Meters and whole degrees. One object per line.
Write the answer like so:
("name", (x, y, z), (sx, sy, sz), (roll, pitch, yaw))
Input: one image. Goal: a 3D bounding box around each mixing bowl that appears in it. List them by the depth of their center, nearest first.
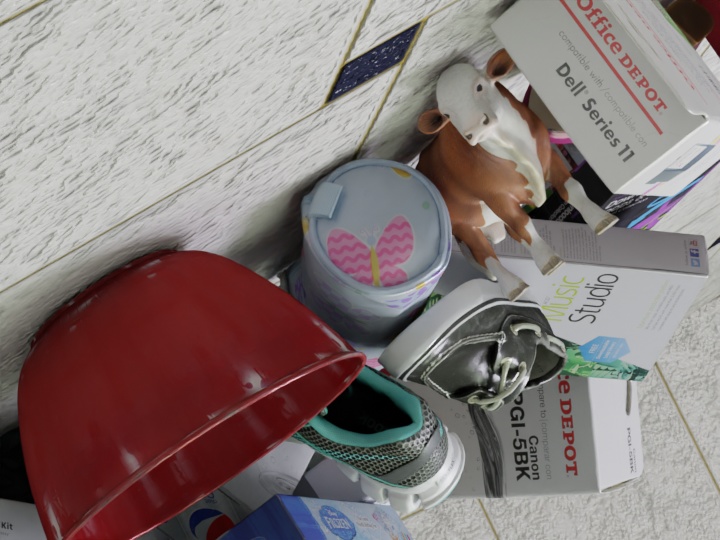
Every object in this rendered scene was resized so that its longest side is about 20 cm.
("mixing bowl", (-0.109, 0.060, 1.298), (0.200, 0.109, 0.200), (-34, 170, -7))

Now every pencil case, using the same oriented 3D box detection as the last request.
("pencil case", (0.000, 0.000, 1.444), (0.083, 0.091, 0.200), (-52, 176, -17))

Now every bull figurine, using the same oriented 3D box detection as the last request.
("bull figurine", (0.079, -0.052, 1.387), (0.065, 0.122, 0.200), (-36, 176, -11))

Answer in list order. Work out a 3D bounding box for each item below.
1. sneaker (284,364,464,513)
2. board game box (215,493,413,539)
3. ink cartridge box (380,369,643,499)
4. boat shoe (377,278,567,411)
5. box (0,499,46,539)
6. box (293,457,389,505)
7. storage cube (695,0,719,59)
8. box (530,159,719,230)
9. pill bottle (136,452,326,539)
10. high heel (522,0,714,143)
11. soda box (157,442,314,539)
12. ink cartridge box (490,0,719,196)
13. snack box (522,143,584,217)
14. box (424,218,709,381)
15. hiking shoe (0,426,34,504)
("sneaker", (-0.032, 0.067, 1.420), (0.078, 0.200, 0.091), (-63, 163, -20))
("board game box", (-0.080, 0.211, 1.477), (0.200, 0.043, 0.199), (-37, 161, 11))
("ink cartridge box", (0.092, 0.090, 1.757), (0.199, 0.147, 0.083), (-6, -179, 27))
("boat shoe", (0.077, 0.048, 1.466), (0.071, 0.064, 0.200), (-44, 165, 21))
("box", (-0.244, 0.190, 1.406), (0.156, 0.041, 0.200), (13, 146, -28))
("box", (-0.047, 0.180, 1.613), (0.200, 0.041, 0.156), (-38, 168, 10))
("storage cube", (0.336, -0.155, 1.506), (0.171, 0.200, 0.180), (-33, 176, -11))
("box", (0.172, -0.047, 1.626), (0.143, 0.036, 0.200), (-25, 164, -36))
("pill bottle", (-0.130, 0.143, 1.609), (0.200, 0.112, 0.111), (-27, 168, -35))
("high heel", (0.145, -0.099, 1.491), (0.200, 0.067, 0.096), (-28, 160, -46))
("soda box", (-0.060, 0.096, 1.538), (0.068, 0.063, 0.200), (-45, -170, 39))
("ink cartridge box", (0.140, -0.104, 1.311), (0.067, 0.117, 0.200), (-38, 169, 14))
("snack box", (0.114, -0.043, 1.701), (0.142, 0.053, 0.200), (-37, 169, 18))
("box", (0.112, 0.019, 1.596), (0.199, 0.036, 0.144), (6, 147, -10))
("hiking shoe", (-0.168, 0.121, 1.486), (0.200, 0.074, 0.087), (-30, 168, -27))
